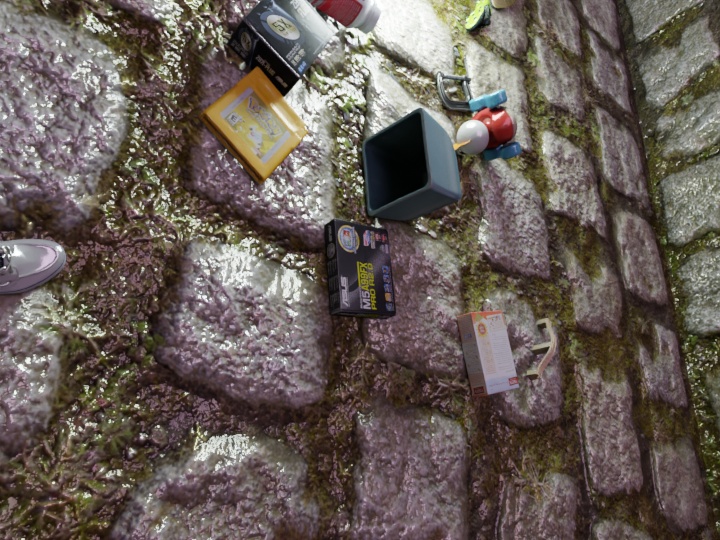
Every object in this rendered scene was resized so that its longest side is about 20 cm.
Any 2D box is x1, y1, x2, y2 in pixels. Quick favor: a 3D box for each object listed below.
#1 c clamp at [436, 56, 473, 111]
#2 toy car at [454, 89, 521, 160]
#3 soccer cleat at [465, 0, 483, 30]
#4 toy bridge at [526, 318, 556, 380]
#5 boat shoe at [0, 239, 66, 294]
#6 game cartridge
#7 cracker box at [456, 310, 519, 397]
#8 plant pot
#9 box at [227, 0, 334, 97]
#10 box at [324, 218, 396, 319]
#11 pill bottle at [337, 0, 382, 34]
[{"bbox_3d":[0.290,-0.569,1.661,0.197,0.027,0.176,-21,93,-44],"label":"c clamp"},{"bbox_3d":[0.338,-0.396,1.578,0.196,0.176,0.189,-25,105,-15],"label":"toy car"},{"bbox_3d":[0.410,-0.858,1.840,0.082,0.066,0.202,52,47,-29],"label":"soccer cleat"},{"bbox_3d":[0.524,0.223,1.544,0.027,0.067,0.203,40,52,-20],"label":"toy bridge"},{"bbox_3d":[-0.507,-0.002,0.744,0.197,0.066,0.075,-23,90,-43],"label":"boat shoe"},{"bbox_3d":[-0.213,-0.307,1.129,0.177,0.032,0.202,47,51,-18],"label":"game cartridge"},{"bbox_3d":[0.326,0.211,1.386,0.131,0.057,0.206,1,73,-39],"label":"cracker box"},{"bbox_3d":[0.143,-0.231,1.306,0.197,0.193,0.202,14,65,-44],"label":"plant pot"},{"bbox_3d":[-0.171,-0.519,1.203,0.163,0.085,0.203,42,52,-20],"label":"box"},{"bbox_3d":[0.000,0.000,1.191,0.157,0.044,0.206,9,69,-39],"label":"box"},{"bbox_3d":[-0.044,-0.687,1.355,0.196,0.111,0.116,20,62,-34],"label":"pill bottle"}]
